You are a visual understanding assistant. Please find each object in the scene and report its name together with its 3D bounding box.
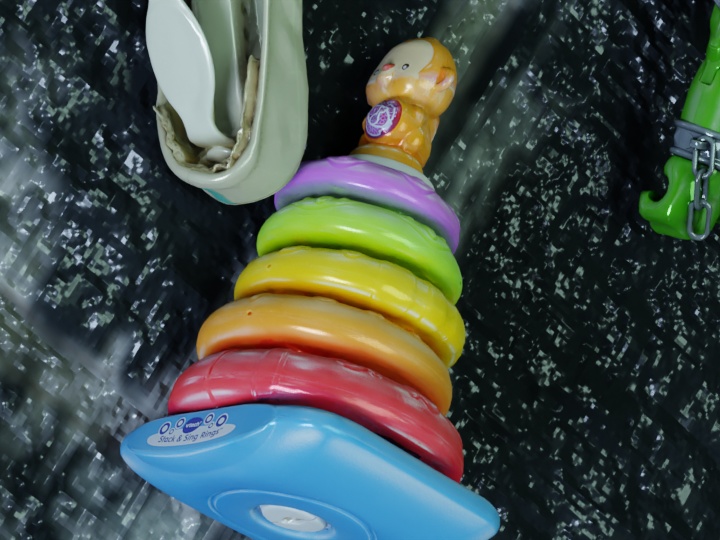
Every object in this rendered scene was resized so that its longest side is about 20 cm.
[{"bbox_3d":[0.193,-0.088,1.198,0.200,0.098,0.120,-9,116,-20],"label":"ogre figurine"},{"bbox_3d":[-0.052,-0.122,1.030,0.069,0.069,0.200,-7,95,-35],"label":"ballet flat"},{"bbox_3d":[0.000,0.000,1.067,0.110,0.116,0.200,32,62,-35],"label":"stacking toy"}]
